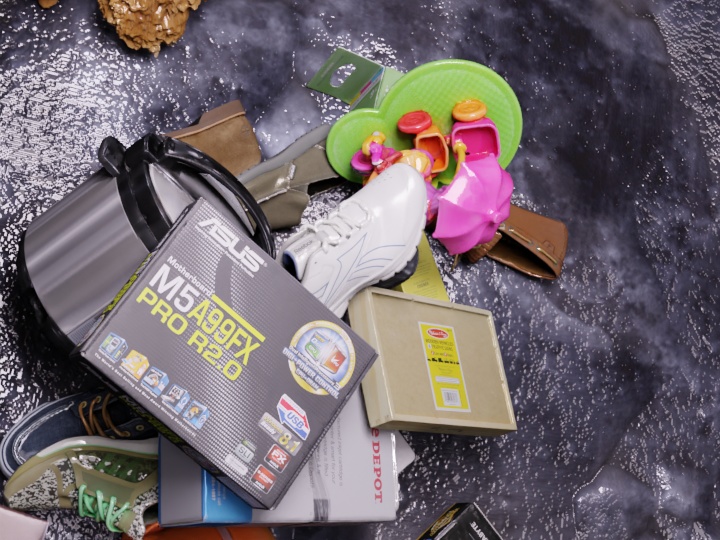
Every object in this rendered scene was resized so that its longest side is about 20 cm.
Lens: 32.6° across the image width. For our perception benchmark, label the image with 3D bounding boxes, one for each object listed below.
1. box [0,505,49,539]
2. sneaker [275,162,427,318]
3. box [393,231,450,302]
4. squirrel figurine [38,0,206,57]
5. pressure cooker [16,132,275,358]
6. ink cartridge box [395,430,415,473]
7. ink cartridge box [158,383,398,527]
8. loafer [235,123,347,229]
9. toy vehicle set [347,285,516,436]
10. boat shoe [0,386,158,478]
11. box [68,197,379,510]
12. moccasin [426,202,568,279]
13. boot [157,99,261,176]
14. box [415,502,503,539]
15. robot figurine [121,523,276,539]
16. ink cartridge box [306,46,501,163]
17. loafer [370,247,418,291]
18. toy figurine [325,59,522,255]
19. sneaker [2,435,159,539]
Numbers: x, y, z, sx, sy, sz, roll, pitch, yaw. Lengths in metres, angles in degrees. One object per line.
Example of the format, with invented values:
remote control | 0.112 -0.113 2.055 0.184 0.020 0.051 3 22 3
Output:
box | -0.373 0.215 1.044 0.199 0.100 0.075 25 70 -14
sneaker | -0.019 -0.015 1.068 0.200 0.087 0.074 -49 55 -2
box | 0.063 0.054 1.264 0.050 0.075 0.201 -18 85 -23
squirrel figurine | -0.237 -0.314 1.209 0.186 0.142 0.201 -34 88 -18
pressure cooker | -0.179 -0.018 1.096 0.176 0.199 0.179 13 47 -63
ink cartridge box | -0.053 0.138 1.202 0.116 0.067 0.201 -36 91 -25
ink cartridge box | -0.072 0.150 1.082 0.199 0.084 0.146 8 72 -36
loafer | -0.084 -0.074 1.238 0.200 0.075 0.070 -38 88 -24
toy vehicle set | 0.070 0.089 1.158 0.199 0.026 0.125 13 60 -49
boat shoe | -0.230 0.134 1.123 0.199 0.091 0.071 -21 85 -24
box | -0.105 0.068 0.984 0.200 0.044 0.161 42 68 -15
moccasin | 0.128 -0.038 1.316 0.200 0.074 0.078 20 63 -23
boot | -0.183 -0.096 1.211 0.199 0.074 0.076 -30 95 -27
box | 0.109 0.357 1.222 0.159 0.049 0.200 -39 93 -22
robot figurine | -0.153 0.282 1.103 0.199 0.144 0.117 -19 112 -24
ink cartridge box | 0.044 -0.153 1.290 0.199 0.104 0.060 20 70 -15
loafer | 0.000 0.000 1.184 0.070 0.200 0.069 23 71 -28
toy figurine | 0.066 -0.089 1.159 0.198 0.185 0.151 -9 122 3
sneaker | -0.212 0.197 1.078 0.198 0.077 0.089 -6 46 -10
